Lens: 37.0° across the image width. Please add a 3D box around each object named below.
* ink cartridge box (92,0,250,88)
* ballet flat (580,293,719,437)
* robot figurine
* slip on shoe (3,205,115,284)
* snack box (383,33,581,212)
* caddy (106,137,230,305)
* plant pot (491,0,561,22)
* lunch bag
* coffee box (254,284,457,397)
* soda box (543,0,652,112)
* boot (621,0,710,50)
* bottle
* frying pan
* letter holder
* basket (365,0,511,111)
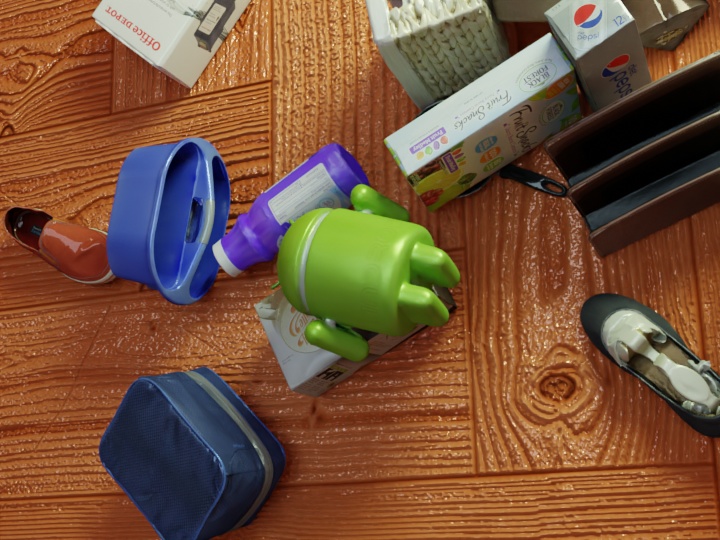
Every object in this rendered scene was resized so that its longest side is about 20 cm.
[{"bbox_3d":[-0.233,-0.364,1.406,0.144,0.084,0.201,37,93,26],"label":"ink cartridge box"},{"bbox_3d":[0.298,0.087,1.077,0.073,0.073,0.200,-49,64,6],"label":"ballet flat"},{"bbox_3d":[0.000,0.000,1.111,0.197,0.116,0.178,11,77,25],"label":"robot figurine"},{"bbox_3d":[-0.393,-0.036,1.413,0.198,0.061,0.075,23,86,25],"label":"slip on shoe"},{"bbox_3d":[0.133,-0.150,1.136,0.198,0.142,0.053,-32,73,6],"label":"snack box"},{"bbox_3d":[-0.220,-0.060,1.299,0.104,0.141,0.203,4,80,29],"label":"caddy"},{"bbox_3d":[0.193,-0.347,1.108,0.197,0.200,0.178,6,105,24],"label":"plant pot"},{"bbox_3d":[-0.191,0.205,1.231,0.200,0.132,0.137,44,112,25],"label":"lunch bag"},{"bbox_3d":[-0.005,0.041,1.213,0.198,0.080,0.115,-32,68,14],"label":"coffee box"},{"bbox_3d":[0.248,-0.218,1.096,0.068,0.200,0.064,-34,68,12],"label":"soda box"},{"bbox_3d":[0.265,-0.315,1.192,0.184,0.064,0.202,-26,73,14],"label":"boot"},{"bbox_3d":[-0.086,-0.067,1.272,0.199,0.083,0.066,-35,67,11],"label":"bottle"},{"bbox_3d":[0.142,-0.137,1.218,0.187,0.031,0.117,1,81,12],"label":"frying pan"},{"bbox_3d":[0.301,-0.115,1.081,0.198,0.142,0.102,-27,68,15],"label":"letter holder"},{"bbox_3d":[0.087,-0.283,1.188,0.122,0.200,0.138,-16,72,14],"label":"basket"}]
